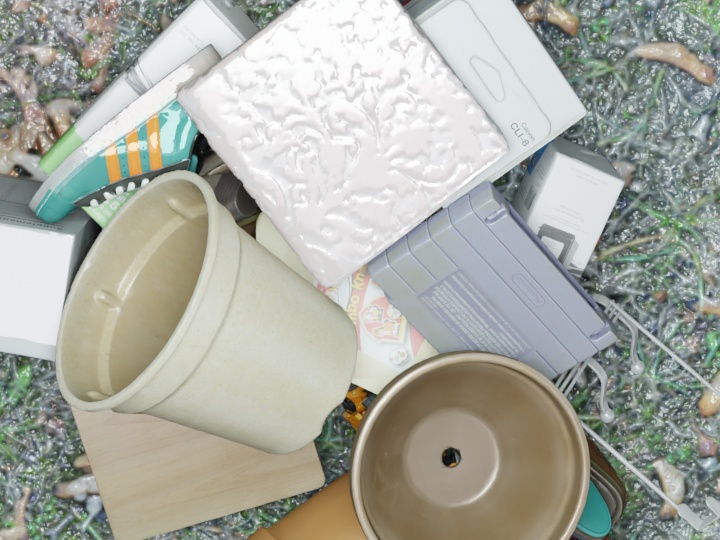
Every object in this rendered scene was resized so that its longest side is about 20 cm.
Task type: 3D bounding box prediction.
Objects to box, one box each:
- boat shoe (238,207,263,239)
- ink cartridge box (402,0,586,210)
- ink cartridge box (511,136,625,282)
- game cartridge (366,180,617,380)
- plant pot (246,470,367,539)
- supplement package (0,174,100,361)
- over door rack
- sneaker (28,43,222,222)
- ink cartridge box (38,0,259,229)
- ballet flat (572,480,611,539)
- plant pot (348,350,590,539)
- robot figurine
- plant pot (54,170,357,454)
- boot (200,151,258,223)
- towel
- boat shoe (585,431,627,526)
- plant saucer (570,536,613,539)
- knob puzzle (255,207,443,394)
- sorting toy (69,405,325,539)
[{"bbox_3d":[-0.042,-0.045,1.738,0.199,0.072,0.068,-20,100,2],"label":"boat shoe"},{"bbox_3d":[0.085,-0.163,1.647,0.144,0.200,0.146,-35,100,7],"label":"ink cartridge box"},{"bbox_3d":[0.155,-0.011,1.723,0.067,0.116,0.201,23,102,-5],"label":"ink cartridge box"},{"bbox_3d":[0.109,0.024,1.626,0.129,0.039,0.200,-29,127,20],"label":"game cartridge"},{"bbox_3d":[0.002,0.273,1.756,0.200,0.200,0.140,44,83,-9],"label":"plant pot"},{"bbox_3d":[-0.292,-0.007,1.681,0.113,0.200,0.110,10,102,-2],"label":"supplement package"},{"bbox_3d":[0.250,0.129,1.731,0.199,0.148,0.067,33,141,7],"label":"over door rack"},{"bbox_3d":[-0.175,-0.092,1.579,0.200,0.071,0.080,-38,97,6],"label":"sneaker"},{"bbox_3d":[-0.171,-0.144,1.679,0.200,0.146,0.084,-44,99,9],"label":"ink cartridge box"},{"bbox_3d":[0.137,0.169,1.730,0.073,0.073,0.200,-42,94,8],"label":"ballet flat"},{"bbox_3d":[0.083,0.163,1.637,0.199,0.093,0.202,-1,95,-10],"label":"plant pot"},{"bbox_3d":[0.058,0.175,1.753,0.058,0.145,0.200,-39,96,-12],"label":"robot figurine"},{"bbox_3d":[-0.110,0.051,1.551,0.183,0.201,0.201,29,102,-33],"label":"plant pot"},{"bbox_3d":[-0.125,-0.083,1.718,0.146,0.200,0.070,-13,116,39],"label":"boot"},{"bbox_3d":[-0.013,-0.116,1.543,0.191,0.032,0.200,-37,101,8],"label":"towel"},{"bbox_3d":[0.163,0.153,1.785,0.072,0.068,0.200,-39,89,18],"label":"boat shoe"},{"bbox_3d":[0.177,0.300,1.783,0.199,0.051,0.201,-8,140,-7],"label":"plant saucer"},{"bbox_3d":[0.000,0.000,1.700,0.218,0.030,0.221,0,88,0],"label":"knob puzzle"},{"bbox_3d":[-0.153,0.121,1.775,0.199,0.070,0.200,-16,102,3],"label":"sorting toy"}]
